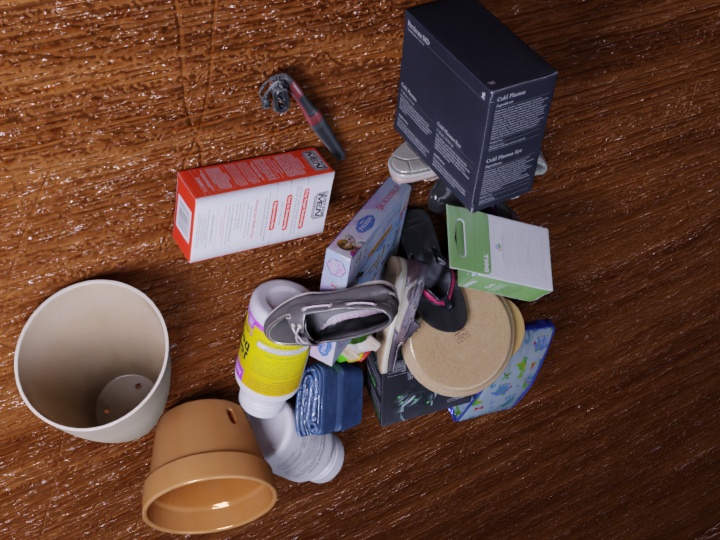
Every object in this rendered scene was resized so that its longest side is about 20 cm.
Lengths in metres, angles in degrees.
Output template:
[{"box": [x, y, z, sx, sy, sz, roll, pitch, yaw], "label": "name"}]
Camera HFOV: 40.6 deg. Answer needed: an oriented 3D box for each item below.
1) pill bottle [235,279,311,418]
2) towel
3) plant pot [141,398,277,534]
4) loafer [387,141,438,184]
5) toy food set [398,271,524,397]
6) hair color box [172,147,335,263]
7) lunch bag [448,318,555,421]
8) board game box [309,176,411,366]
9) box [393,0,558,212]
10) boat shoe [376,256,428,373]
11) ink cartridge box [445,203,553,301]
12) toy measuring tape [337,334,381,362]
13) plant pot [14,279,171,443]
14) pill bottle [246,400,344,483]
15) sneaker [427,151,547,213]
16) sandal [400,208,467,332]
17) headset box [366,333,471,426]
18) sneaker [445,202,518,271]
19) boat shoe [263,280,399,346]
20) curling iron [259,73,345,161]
[{"box": [-0.127, 0.120, 1.426, 0.103, 0.105, 0.203, -11, 134, -34], "label": "pill bottle"}, {"box": [-0.051, 0.203, 1.559, 0.199, 0.048, 0.114, 12, 81, -68], "label": "towel"}, {"box": [-0.229, 0.286, 1.443, 0.195, 0.142, 0.202, -9, 145, -6], "label": "plant pot"}, {"box": [0.126, -0.169, 1.392, 0.198, 0.072, 0.063, -31, 151, -18], "label": "loafer"}, {"box": [0.152, 0.096, 1.536, 0.201, 0.197, 0.049, -49, -172, -7], "label": "toy food set"}, {"box": [-0.136, -0.085, 1.244, 0.197, 0.061, 0.103, -14, 136, -31], "label": "hair color box"}, {"box": [0.249, 0.167, 1.791, 0.168, 0.129, 0.201, -7, 144, -42], "label": "lunch bag"}, {"box": [0.000, 0.000, 1.392, 0.200, 0.041, 0.202, -50, 158, -47], "label": "board game box"}, {"box": [0.140, -0.215, 1.241, 0.102, 0.201, 0.184, -20, 140, -22], "label": "box"}, {"box": [0.062, 0.071, 1.459, 0.063, 0.072, 0.204, 2, 120, -10], "label": "boat shoe"}, {"box": [0.200, -0.025, 1.492, 0.196, 0.106, 0.059, 11, 157, -28], "label": "ink cartridge box"}, {"box": [0.000, 0.100, 1.501, 0.072, 0.075, 0.200, -23, 178, -22], "label": "toy measuring tape"}, {"box": [-0.317, 0.143, 1.238, 0.185, 0.189, 0.201, -30, 157, -14], "label": "plant pot"}, {"box": [-0.110, 0.284, 1.601, 0.114, 0.115, 0.200, -44, 144, 5], "label": "pill bottle"}, {"box": [0.195, -0.135, 1.472, 0.198, 0.089, 0.075, -32, 145, -10], "label": "sneaker"}, {"box": [0.108, 0.005, 1.474, 0.074, 0.045, 0.203, -24, 101, -10], "label": "sandal"}, {"box": [0.101, 0.160, 1.653, 0.170, 0.094, 0.202, -14, 137, -11], "label": "headset box"}, {"box": [0.163, -0.040, 1.572, 0.201, 0.074, 0.087, -49, 125, 1], "label": "sneaker"}, {"box": [-0.043, 0.065, 1.280, 0.196, 0.058, 0.068, -17, 124, 16], "label": "boat shoe"}, {"box": [-0.067, -0.190, 1.232, 0.049, 0.026, 0.200, -26, 152, 16], "label": "curling iron"}]
